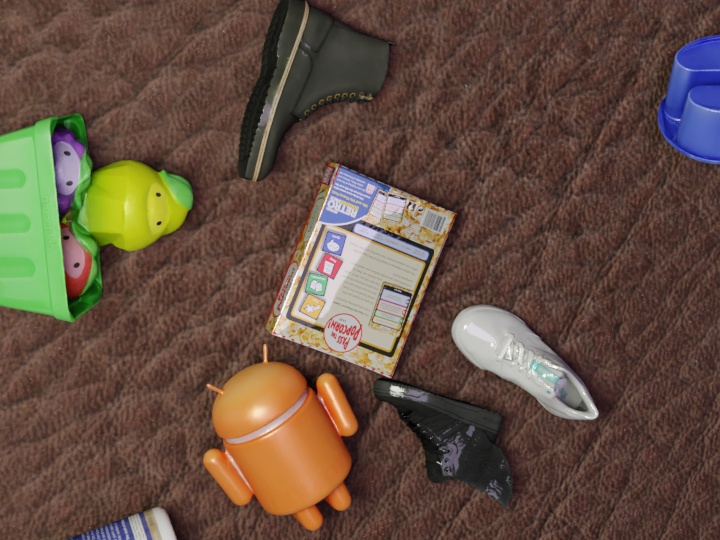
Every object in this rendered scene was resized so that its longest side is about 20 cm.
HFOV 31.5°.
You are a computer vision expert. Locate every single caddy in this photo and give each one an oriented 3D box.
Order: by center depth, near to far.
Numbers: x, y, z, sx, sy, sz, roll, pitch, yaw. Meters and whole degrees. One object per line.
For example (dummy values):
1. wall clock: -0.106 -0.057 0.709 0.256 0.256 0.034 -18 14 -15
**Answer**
1. caddy: 0.443 -0.192 1.465 0.199 0.142 0.105 -7 141 3

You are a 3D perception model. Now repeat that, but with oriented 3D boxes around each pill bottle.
1. pill bottle: -0.285 0.337 1.357 0.199 0.116 0.116 -18 102 -13

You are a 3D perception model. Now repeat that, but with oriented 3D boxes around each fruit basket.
1. fruit basket: -0.275 -0.059 1.300 0.214 0.156 0.217 0 99 2

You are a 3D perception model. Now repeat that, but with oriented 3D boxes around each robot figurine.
1. robot figurine: -0.084 0.183 1.393 0.143 0.117 0.201 -23 106 25

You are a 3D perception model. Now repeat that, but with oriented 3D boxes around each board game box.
1. board game box: 0.000 0.000 1.426 0.151 0.046 0.201 22 91 -17

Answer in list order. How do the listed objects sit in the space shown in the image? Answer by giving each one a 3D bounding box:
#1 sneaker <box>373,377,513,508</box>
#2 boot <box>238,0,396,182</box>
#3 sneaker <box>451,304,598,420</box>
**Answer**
1. sneaker: 0.095 0.198 1.472 0.199 0.060 0.105 19 88 -20
2. boot: -0.045 -0.179 1.378 0.138 0.077 0.201 16 94 -22
3. sneaker: 0.198 0.108 1.474 0.200 0.088 0.075 34 89 -17
